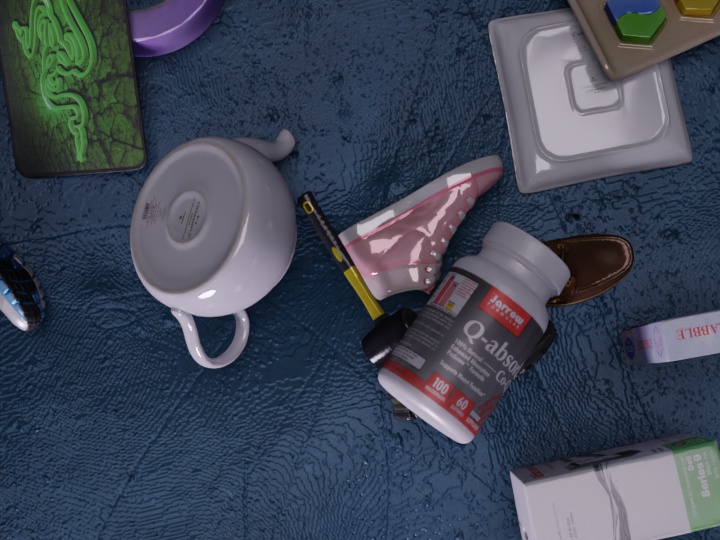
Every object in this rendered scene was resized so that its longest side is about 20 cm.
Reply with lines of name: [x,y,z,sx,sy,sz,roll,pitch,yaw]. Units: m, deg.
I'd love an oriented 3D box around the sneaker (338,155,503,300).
sneaker: [0.081,-0.039,1.260,0.198,0.075,0.106,-29,85,3]

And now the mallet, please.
mallet: [0.000,0.000,1.226,0.065,0.041,0.202,-28,86,26]

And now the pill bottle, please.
pill bottle: [0.116,0.059,1.163,0.115,0.116,0.201,35,83,4]

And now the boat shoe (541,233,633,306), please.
boat shoe: [0.201,0.004,1.255,0.197,0.068,0.073,-12,84,0]

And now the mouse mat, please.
mouse mat: [-0.319,-0.205,1.279,0.158,0.008,0.204,-3,102,11]

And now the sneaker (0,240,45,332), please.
sneaker: [-0.428,-0.001,1.281,0.087,0.075,0.200,-43,80,8]

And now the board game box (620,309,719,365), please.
board game box: [0.380,0.058,1.179,0.197,0.200,0.042,-11,84,0]

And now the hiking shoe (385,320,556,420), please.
hiking shoe: [0.111,0.082,1.246,0.198,0.076,0.102,-25,88,0]

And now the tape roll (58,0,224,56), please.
tape roll: [-0.246,-0.346,1.302,0.196,0.066,0.204,0,85,1]

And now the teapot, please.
teapot: [-0.138,-0.034,1.236,0.199,0.145,0.199,-39,58,19]

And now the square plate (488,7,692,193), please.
square plate: [0.255,-0.201,1.292,0.197,0.028,0.202,-10,85,0]

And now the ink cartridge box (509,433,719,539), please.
ink cartridge box: [0.260,0.230,1.193,0.197,0.146,0.086,-12,85,0]

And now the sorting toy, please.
sorting toy: [0.319,-0.325,1.277,0.197,0.037,0.187,-22,76,-6]
